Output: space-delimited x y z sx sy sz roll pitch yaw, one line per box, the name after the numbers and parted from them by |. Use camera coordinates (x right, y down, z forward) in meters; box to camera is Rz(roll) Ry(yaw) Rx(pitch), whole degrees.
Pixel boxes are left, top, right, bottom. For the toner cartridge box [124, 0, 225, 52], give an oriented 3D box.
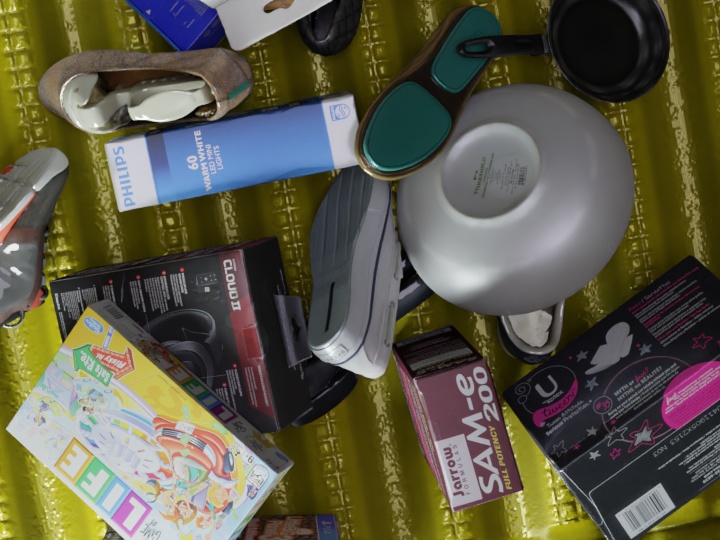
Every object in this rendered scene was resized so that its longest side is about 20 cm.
-0.104 -0.275 1.215 0.095 0.043 0.200 44 99 14 | toner cartridge box

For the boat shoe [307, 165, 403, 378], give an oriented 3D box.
0.000 0.000 1.232 0.067 0.073 0.200 37 49 -33 | boat shoe

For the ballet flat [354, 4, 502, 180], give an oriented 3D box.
0.050 -0.135 1.214 0.069 0.063 0.200 45 59 -9 | ballet flat

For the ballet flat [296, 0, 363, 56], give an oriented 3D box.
-0.021 -0.277 1.236 0.066 0.057 0.200 0 95 0 | ballet flat

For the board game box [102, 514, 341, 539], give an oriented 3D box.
-0.115 0.295 1.268 0.200 0.097 0.160 0 96 -3 | board game box

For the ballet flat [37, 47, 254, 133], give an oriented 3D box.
-0.183 -0.140 1.198 0.200 0.067 0.068 -6 123 24 | ballet flat

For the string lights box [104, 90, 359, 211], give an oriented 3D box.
-0.100 -0.098 1.227 0.200 0.103 0.059 -11 99 -2 | string lights box

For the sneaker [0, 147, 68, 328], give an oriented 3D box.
-0.291 -0.009 1.254 0.082 0.077 0.200 32 94 -33 | sneaker

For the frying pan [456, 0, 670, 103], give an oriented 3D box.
0.175 -0.176 1.246 0.190 0.031 0.115 -32 94 -19 | frying pan

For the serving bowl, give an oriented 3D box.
0.115 -0.067 1.207 0.200 0.066 0.200 -9 66 21 | serving bowl

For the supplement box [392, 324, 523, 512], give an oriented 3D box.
0.074 0.113 1.209 0.061 0.200 0.109 -17 97 -2 | supplement box

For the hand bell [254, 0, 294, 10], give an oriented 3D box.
0.009 -0.246 1.198 0.200 0.104 0.104 -22 97 -14 | hand bell

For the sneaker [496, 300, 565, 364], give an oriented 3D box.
0.141 -0.018 1.255 0.067 0.090 0.201 -4 95 -2 | sneaker

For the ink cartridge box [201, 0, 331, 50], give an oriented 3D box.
-0.097 -0.284 1.149 0.116 0.067 0.200 -26 75 14 | ink cartridge box

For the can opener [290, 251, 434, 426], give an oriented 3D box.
-0.008 0.045 1.277 0.200 0.079 0.063 -43 58 -2 | can opener

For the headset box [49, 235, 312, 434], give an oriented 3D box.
-0.136 0.060 1.219 0.200 0.077 0.149 -10 96 21 | headset box

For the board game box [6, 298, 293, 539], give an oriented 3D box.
-0.168 0.138 1.184 0.200 0.034 0.135 40 110 10 | board game box

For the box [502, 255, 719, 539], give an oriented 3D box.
0.244 0.109 1.243 0.200 0.115 0.132 -36 128 2 | box
